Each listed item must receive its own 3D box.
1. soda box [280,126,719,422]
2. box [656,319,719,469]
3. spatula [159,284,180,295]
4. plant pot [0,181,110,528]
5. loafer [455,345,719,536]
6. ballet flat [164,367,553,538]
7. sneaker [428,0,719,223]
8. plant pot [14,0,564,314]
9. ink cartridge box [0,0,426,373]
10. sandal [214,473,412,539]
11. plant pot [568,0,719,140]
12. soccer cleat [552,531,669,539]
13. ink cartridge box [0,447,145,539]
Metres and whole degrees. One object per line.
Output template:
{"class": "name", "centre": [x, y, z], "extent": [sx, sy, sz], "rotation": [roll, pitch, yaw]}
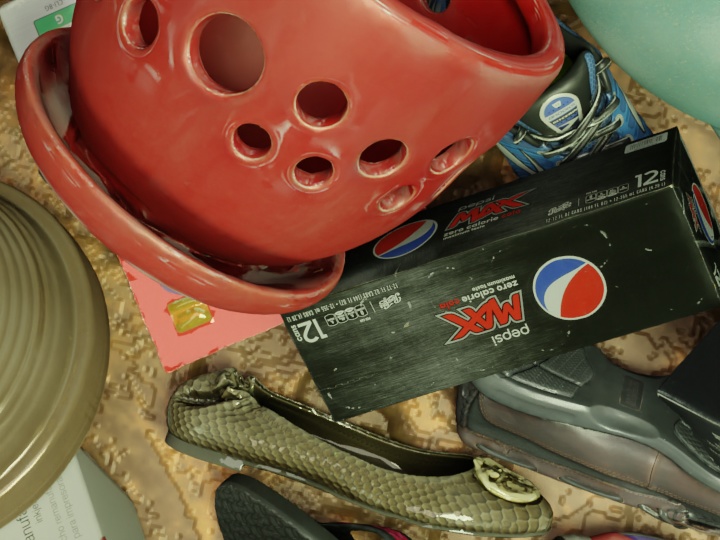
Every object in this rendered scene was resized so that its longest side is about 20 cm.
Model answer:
{"class": "soda box", "centre": [0.067, 0.003, 1.078], "extent": [0.200, 0.063, 0.071], "rotation": [-18, 115, 19]}
{"class": "box", "centre": [0.268, 0.054, 1.027], "extent": [0.200, 0.104, 0.182], "rotation": [-47, 123, -10]}
{"class": "spatula", "centre": [0.000, 0.000, 1.142], "extent": [0.199, 0.021, 0.057], "rotation": [8, 108, -6]}
{"class": "plant pot", "centre": [-0.229, 0.031, 1.096], "extent": [0.200, 0.093, 0.201], "rotation": [-7, 64, 14]}
{"class": "loafer", "centre": [0.141, 0.089, 1.126], "extent": [0.200, 0.072, 0.063], "rotation": [23, 127, 7]}
{"class": "ballet flat", "centre": [0.000, 0.089, 1.131], "extent": [0.200, 0.067, 0.046], "rotation": [15, 96, 11]}
{"class": "sneaker", "centre": [0.100, -0.063, 1.109], "extent": [0.079, 0.089, 0.200], "rotation": [-42, 88, 4]}
{"class": "plant pot", "centre": [-0.037, -0.093, 1.023], "extent": [0.200, 0.200, 0.183], "rotation": [41, 115, 4]}
{"class": "ink cartridge box", "centre": [-0.069, -0.070, 1.145], "extent": [0.161, 0.050, 0.200], "rotation": [-23, 86, 4]}
{"class": "sandal", "centre": [0.015, 0.161, 1.130], "extent": [0.200, 0.075, 0.045], "rotation": [31, 53, 11]}
{"class": "plant pot", "centre": [0.197, -0.138, 1.065], "extent": [0.200, 0.200, 0.134], "rotation": [-27, 114, 4]}
{"class": "soccer cleat", "centre": [0.129, 0.227, 1.121], "extent": [0.073, 0.068, 0.201], "rotation": [-2, 91, -10]}
{"class": "ink cartridge box", "centre": [-0.194, 0.192, 1.104], "extent": [0.200, 0.083, 0.147], "rotation": [-28, 53, 4]}
